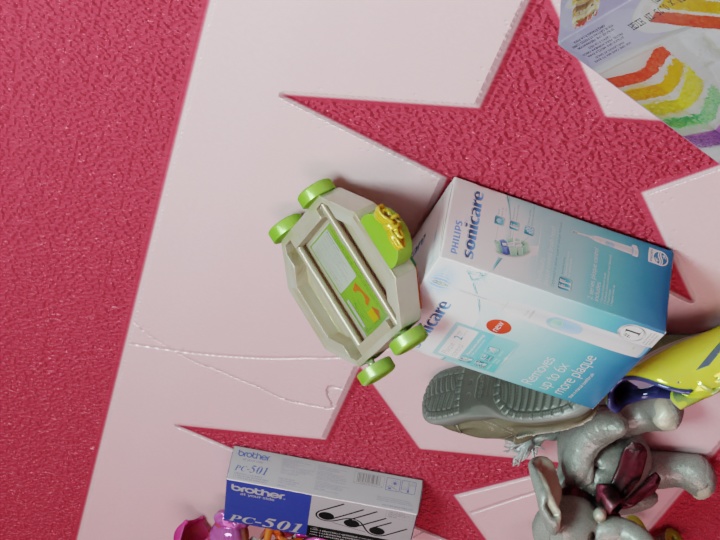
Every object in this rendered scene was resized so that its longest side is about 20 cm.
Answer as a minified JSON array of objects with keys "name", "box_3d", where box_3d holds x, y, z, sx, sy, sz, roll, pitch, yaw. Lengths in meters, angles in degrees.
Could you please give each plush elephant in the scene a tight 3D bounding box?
[{"name":"plush elephant","box_3d":[0.221,0.215,1.795,0.200,0.155,0.165,-2,144,17]}]

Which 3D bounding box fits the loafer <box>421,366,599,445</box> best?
[{"name":"loafer","box_3d":[0.146,0.116,1.748,0.070,0.075,0.200,31,157,-36]}]

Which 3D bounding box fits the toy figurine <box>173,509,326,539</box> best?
[{"name":"toy figurine","box_3d":[-0.117,0.321,2.098,0.184,0.150,0.200,25,123,-5]}]

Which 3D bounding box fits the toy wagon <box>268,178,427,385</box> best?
[{"name":"toy wagon","box_3d":[0.000,0.000,1.564,0.155,0.040,0.200,58,147,9]}]

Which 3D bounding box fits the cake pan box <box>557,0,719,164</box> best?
[{"name":"cake pan box","box_3d":[0.268,-0.166,1.317,0.184,0.052,0.200,31,142,-31]}]

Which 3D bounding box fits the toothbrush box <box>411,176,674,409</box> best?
[{"name":"toothbrush box","box_3d":[0.137,0.021,1.600,0.200,0.085,0.146,20,145,-10]}]

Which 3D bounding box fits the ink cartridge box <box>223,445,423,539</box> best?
[{"name":"ink cartridge box","box_3d":[-0.040,0.240,2.009,0.200,0.044,0.094,11,145,1]}]

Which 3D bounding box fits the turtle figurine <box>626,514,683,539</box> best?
[{"name":"turtle figurine","box_3d":[0.268,0.317,2.017,0.200,0.064,0.161,33,134,-16]}]

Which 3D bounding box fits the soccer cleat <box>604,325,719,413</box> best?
[{"name":"soccer cleat","box_3d":[0.299,0.083,1.643,0.200,0.084,0.065,-10,141,28]}]
